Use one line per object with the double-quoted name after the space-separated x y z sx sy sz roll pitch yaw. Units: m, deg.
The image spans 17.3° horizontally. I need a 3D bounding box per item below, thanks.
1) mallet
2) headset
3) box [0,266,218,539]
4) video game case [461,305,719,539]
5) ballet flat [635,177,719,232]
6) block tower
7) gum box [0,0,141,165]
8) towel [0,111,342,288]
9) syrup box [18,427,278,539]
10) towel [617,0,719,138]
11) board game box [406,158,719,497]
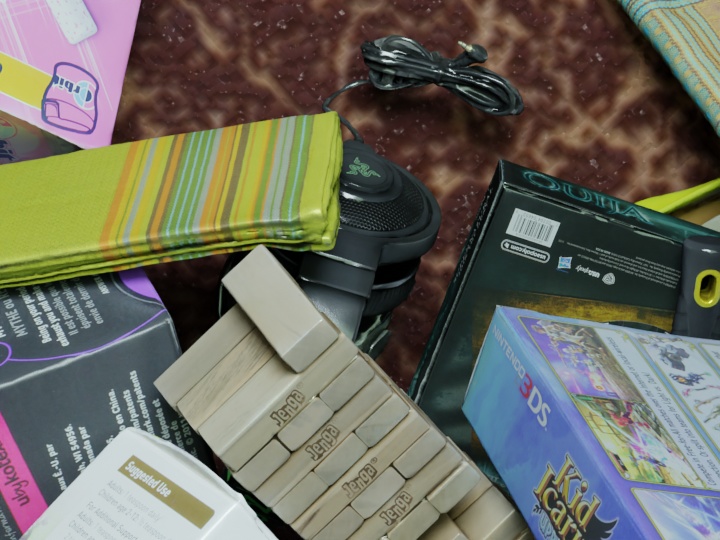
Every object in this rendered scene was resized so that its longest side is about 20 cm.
0.119 0.086 0.847 0.066 0.041 0.200 12 108 -6 "mallet"
0.000 0.000 0.855 0.094 0.124 0.200 16 60 -6 "headset"
-0.158 0.066 0.795 0.200 0.122 0.106 -20 121 -11 "box"
0.146 0.088 0.731 0.181 0.200 0.045 10 116 -22 "video game case"
0.128 -0.005 0.899 0.200 0.067 0.067 -30 82 -13 "ballet flat"
0.015 0.078 0.771 0.058 0.054 0.200 -43 126 -1 "block tower"
-0.175 -0.118 0.827 0.200 0.066 0.114 25 61 -31 "gum box"
-0.104 -0.017 0.792 0.200 0.086 0.018 -9 115 8 "towel"
-0.098 0.151 0.716 0.200 0.081 0.079 -48 122 -13 "syrup box"
0.194 -0.079 0.898 0.147 0.022 0.200 -17 52 -17 "towel"
0.121 0.053 0.865 0.200 0.028 0.135 19 112 -6 "board game box"
